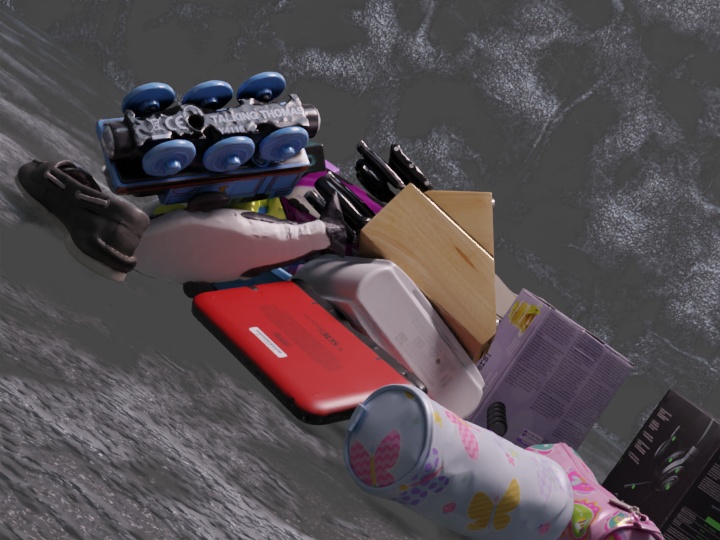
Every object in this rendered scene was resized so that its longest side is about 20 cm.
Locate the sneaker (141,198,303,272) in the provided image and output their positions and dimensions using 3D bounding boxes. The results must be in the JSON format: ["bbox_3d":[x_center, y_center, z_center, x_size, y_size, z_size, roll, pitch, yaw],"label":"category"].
[{"bbox_3d":[-0.142,-0.035,1.410,0.199,0.105,0.076,-2,9,12],"label":"sneaker"}]

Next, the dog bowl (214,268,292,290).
[{"bbox_3d":[-0.114,0.011,1.337,0.200,0.050,0.111,33,4,-18],"label":"dog bowl"}]

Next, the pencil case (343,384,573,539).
[{"bbox_3d":[0.076,0.152,0.965,0.200,0.083,0.091,31,12,-43],"label":"pencil case"}]

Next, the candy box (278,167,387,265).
[{"bbox_3d":[0.000,0.000,1.332,0.136,0.061,0.200,33,-25,37],"label":"candy box"}]

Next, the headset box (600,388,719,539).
[{"bbox_3d":[0.311,0.225,1.243,0.093,0.200,0.174,34,3,-8],"label":"headset box"}]

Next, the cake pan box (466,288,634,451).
[{"bbox_3d":[0.191,0.138,1.392,0.200,0.184,0.052,31,5,-44],"label":"cake pan box"}]

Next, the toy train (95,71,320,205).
[{"bbox_3d":[-0.133,-0.107,1.114,0.199,0.114,0.087,-11,65,-29],"label":"toy train"}]

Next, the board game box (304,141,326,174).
[{"bbox_3d":[-0.117,-0.109,1.298,0.135,0.028,0.200,-9,9,-9],"label":"board game box"}]

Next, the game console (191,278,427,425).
[{"bbox_3d":[-0.036,0.103,1.101,0.172,0.119,0.200,-8,31,-36],"label":"game console"}]

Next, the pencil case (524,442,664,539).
[{"bbox_3d":[0.206,0.227,1.174,0.087,0.088,0.200,34,3,-20],"label":"pencil case"}]

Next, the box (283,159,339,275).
[{"bbox_3d":[-0.105,-0.071,1.500,0.137,0.200,0.039,37,45,21],"label":"box"}]

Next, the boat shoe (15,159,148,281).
[{"bbox_3d":[-0.220,-0.055,1.033,0.067,0.057,0.200,32,5,-39],"label":"boat shoe"}]

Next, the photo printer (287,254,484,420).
[{"bbox_3d":[0.013,0.061,1.214,0.167,0.069,0.200,53,-17,-18],"label":"photo printer"}]

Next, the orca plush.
[{"bbox_3d":[-0.116,-0.041,1.150,0.071,0.199,0.105,-119,-167,-57],"label":"orca plush"}]

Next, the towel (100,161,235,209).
[{"bbox_3d":[-0.159,-0.062,1.293,0.200,0.023,0.153,27,2,-4],"label":"towel"}]

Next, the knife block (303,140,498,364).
[{"bbox_3d":[0.034,-0.018,1.179,0.175,0.201,0.064,0,-20,-1],"label":"knife block"}]

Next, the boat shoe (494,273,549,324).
[{"bbox_3d":[0.148,0.048,1.406,0.200,0.057,0.067,23,48,-51],"label":"boat shoe"}]
